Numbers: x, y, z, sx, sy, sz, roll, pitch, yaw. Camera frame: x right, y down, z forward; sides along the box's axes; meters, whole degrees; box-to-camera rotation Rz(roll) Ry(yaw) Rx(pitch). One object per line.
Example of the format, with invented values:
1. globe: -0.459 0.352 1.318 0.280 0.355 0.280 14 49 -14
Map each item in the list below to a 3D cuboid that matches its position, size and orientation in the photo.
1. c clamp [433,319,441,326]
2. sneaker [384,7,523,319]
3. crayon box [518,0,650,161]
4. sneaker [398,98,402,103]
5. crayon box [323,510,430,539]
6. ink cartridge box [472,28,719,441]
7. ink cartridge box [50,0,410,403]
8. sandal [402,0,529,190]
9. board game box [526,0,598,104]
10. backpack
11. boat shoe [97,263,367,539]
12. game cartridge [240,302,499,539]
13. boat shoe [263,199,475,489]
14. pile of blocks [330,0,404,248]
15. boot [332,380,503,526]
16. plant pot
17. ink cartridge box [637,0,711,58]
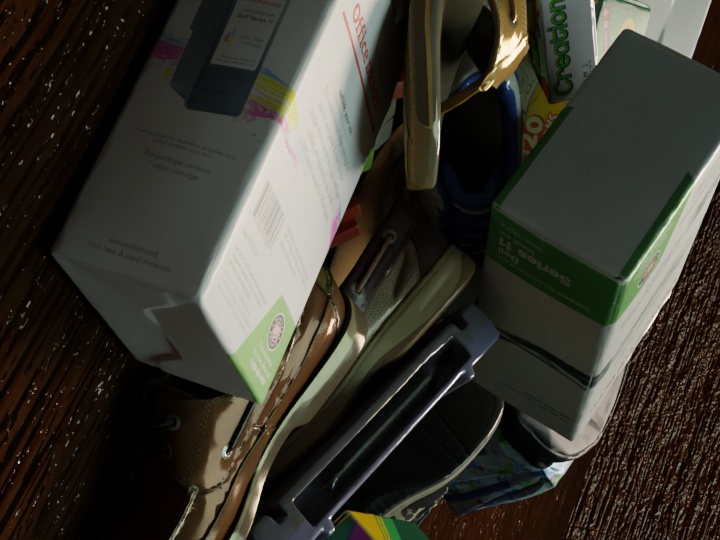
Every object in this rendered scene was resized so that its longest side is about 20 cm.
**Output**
1. c clamp: 0.090 0.065 1.205 0.171 0.027 0.201 -54 155 -48
2. sneaker: 0.051 -0.044 0.759 0.088 0.074 0.202 -94 -179 -56
3. crayon box: 0.111 -0.097 0.933 0.058 0.118 0.202 2 106 -45
4. sneaker: 0.058 -0.160 0.797 0.084 0.074 0.201 -57 157 -32
5. crayon box: -0.041 0.222 0.748 0.200 0.058 0.173 -45 161 0
6. ink cartridge box: 0.136 -0.013 0.784 0.147 0.083 0.201 -52 161 -25
7. ink cartridge box: -0.043 -0.061 0.577 0.117 0.067 0.201 72 38 -64
8. sandal: 0.057 -0.123 0.644 0.081 0.053 0.201 85 19 -49
9. board game box: 0.098 -0.213 0.776 0.127 0.034 0.201 -104 180 -48
10. backpack: 0.099 0.101 1.014 0.154 0.199 0.164 54 46 -22
11. boat shoe: -0.077 0.075 0.627 0.068 0.072 0.201 49 62 -38
12. game cartridge: -0.017 0.103 0.726 0.200 0.038 0.130 -43 178 -40
13. boat shoe: -0.029 0.043 0.719 0.200 0.072 0.072 -45 -178 -9
14. pile of blocks: -0.001 -0.095 0.689 0.082 0.062 0.202 28 79 -73
15. boot: 0.012 0.162 0.912 0.203 0.073 0.154 -41 155 -18
16. plant pot: 0.000 0.000 0.851 0.200 0.027 0.202 17 90 -73
17. ink cartridge box: 0.163 -0.172 1.030 0.199 0.067 0.117 -4 -119 59
